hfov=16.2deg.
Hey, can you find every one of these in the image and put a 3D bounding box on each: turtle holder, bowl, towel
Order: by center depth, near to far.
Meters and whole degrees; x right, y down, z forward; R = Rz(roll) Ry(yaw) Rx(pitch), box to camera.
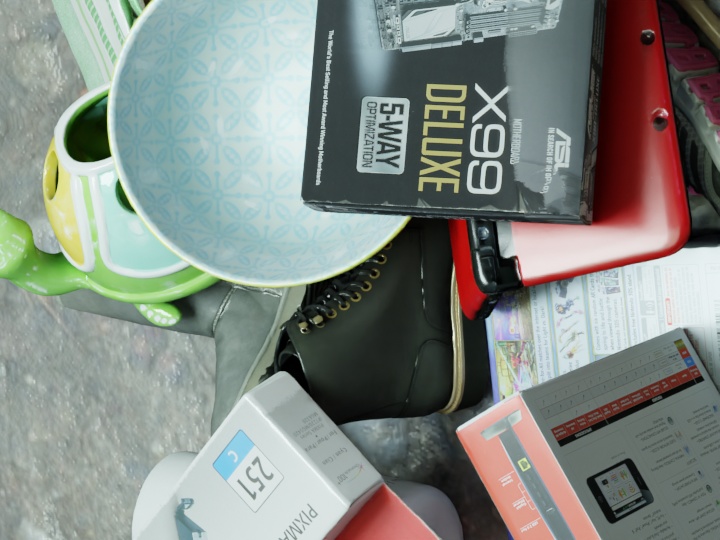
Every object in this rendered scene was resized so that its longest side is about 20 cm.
[{"bbox_3d":[-0.041,-0.091,1.517,0.200,0.108,0.200,1,93,11],"label":"bowl"},{"bbox_3d":[-0.149,-0.055,1.621,0.185,0.132,0.141,-5,57,22],"label":"turtle holder"},{"bbox_3d":[-0.179,-0.185,1.655,0.153,0.023,0.200,67,164,7],"label":"towel"}]

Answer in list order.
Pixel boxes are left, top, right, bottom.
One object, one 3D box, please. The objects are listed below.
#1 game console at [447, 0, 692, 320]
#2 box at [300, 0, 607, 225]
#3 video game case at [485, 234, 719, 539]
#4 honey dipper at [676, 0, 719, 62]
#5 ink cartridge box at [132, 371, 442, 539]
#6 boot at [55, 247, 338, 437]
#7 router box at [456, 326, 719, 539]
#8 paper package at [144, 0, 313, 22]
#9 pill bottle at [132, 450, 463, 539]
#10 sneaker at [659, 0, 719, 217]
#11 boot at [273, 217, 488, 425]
[{"bbox_3d":[0.109,-0.085,1.478,0.119,0.172,0.200,-6,79,-4],"label":"game console"},{"bbox_3d":[0.055,-0.127,1.406,0.158,0.050,0.200,4,85,14],"label":"box"},{"bbox_3d":[0.168,0.081,1.526,0.181,0.045,0.200,-2,98,33],"label":"video game case"},{"bbox_3d":[0.165,-0.192,1.483,0.200,0.038,0.038,50,122,13],"label":"honey dipper"},{"bbox_3d":[-0.043,0.186,1.546,0.176,0.045,0.200,46,131,10],"label":"ink cartridge box"},{"bbox_3d":[-0.122,0.032,1.675,0.200,0.073,0.182,13,68,25],"label":"boot"},{"bbox_3d":[0.160,0.135,1.393,0.049,0.200,0.180,-34,80,32],"label":"router box"},{"bbox_3d":[-0.059,-0.246,1.585,0.200,0.103,0.191,-24,85,35],"label":"paper package"},{"bbox_3d":[-0.044,0.178,1.648,0.200,0.114,0.114,10,104,33],"label":"pill bottle"},{"bbox_3d":[0.179,-0.077,1.473,0.200,0.074,0.087,53,123,20],"label":"sneaker"},{"bbox_3d":[0.000,0.000,1.560,0.077,0.138,0.200,-10,92,58],"label":"boot"}]
